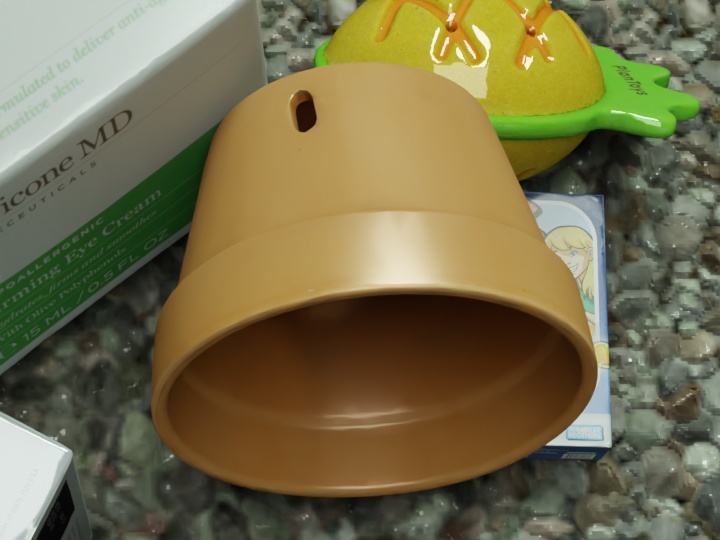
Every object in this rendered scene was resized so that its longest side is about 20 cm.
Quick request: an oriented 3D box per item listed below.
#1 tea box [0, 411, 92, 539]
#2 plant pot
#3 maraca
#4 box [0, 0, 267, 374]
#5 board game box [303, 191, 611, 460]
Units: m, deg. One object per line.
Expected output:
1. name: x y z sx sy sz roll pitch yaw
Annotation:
1. tea box: -0.236 0.113 0.891 0.196 0.200 0.134 27 72 4
2. plant pot: 0.000 0.000 0.928 0.198 0.201 0.141 -3 59 -7
3. maraca: 0.074 -0.096 1.036 0.198 0.108 0.137 2 28 -14
4. box: -0.174 -0.098 0.963 0.199 0.172 0.200 -37 68 -15
5. board game box: 0.027 0.026 1.033 0.198 0.034 0.136 1 73 -5
